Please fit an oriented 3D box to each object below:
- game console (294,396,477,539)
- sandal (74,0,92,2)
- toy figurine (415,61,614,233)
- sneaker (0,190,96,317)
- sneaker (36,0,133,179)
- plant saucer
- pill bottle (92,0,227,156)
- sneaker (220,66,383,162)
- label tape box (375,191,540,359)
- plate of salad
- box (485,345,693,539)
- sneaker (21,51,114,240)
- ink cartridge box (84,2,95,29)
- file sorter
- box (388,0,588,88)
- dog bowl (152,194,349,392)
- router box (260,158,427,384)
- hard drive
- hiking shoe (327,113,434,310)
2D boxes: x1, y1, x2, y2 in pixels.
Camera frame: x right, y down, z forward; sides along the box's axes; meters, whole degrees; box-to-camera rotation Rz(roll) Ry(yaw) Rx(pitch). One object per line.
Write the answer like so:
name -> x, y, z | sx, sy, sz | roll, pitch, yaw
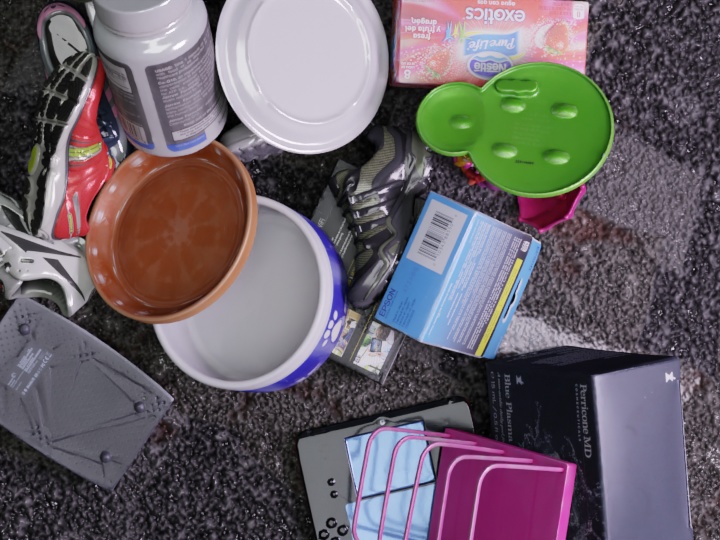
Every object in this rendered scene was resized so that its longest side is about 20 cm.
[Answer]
game console -> 0.040, 0.244, 1.777 | 0.198, 0.031, 0.178 | -12, 95, -4
sandal -> -0.205, -0.309, 1.642 | 0.199, 0.057, 0.080 | -7, 64, 12
toy figurine -> 0.163, -0.109, 1.692 | 0.198, 0.184, 0.151 | 7, 68, 11
sneaker -> -0.368, -0.020, 1.691 | 0.199, 0.074, 0.089 | 27, 56, -4
sneaker -> -0.293, -0.184, 1.696 | 0.070, 0.082, 0.201 | -22, 95, -3
plant saucer -> -0.192, -0.041, 1.663 | 0.199, 0.032, 0.202 | -9, 70, 24
pill bottle -> -0.200, -0.217, 1.599 | 0.113, 0.201, 0.114 | -3, 53, 4
sneaker -> -0.071, -0.187, 1.728 | 0.199, 0.075, 0.082 | -34, 82, -8
label tape box -> 0.109, 0.010, 1.710 | 0.066, 0.200, 0.144 | 25, 93, 26
plate of salad -> -0.061, -0.219, 1.654 | 0.199, 0.048, 0.202 | 0, 89, -30
box -> 0.235, 0.188, 1.689 | 0.117, 0.200, 0.198 | -8, 94, -29
sneaker -> -0.289, -0.127, 1.661 | 0.084, 0.077, 0.201 | 4, 111, -38
ink cartridge box -> -0.244, -0.324, 1.697 | 0.115, 0.067, 0.201 | -18, 95, -3
file sorter -> 0.099, 0.244, 1.652 | 0.125, 0.199, 0.140 | 9, 91, -35
box -> 0.133, -0.239, 1.715 | 0.198, 0.103, 0.095 | 2, 94, -6
dog bowl -> -0.115, 0.026, 1.686 | 0.199, 0.079, 0.202 | -3, 81, 20
router box -> 0.000, 0.000, 1.745 | 0.148, 0.051, 0.201 | 26, 91, -4
hard drive -> -0.314, 0.129, 1.736 | 0.199, 0.042, 0.135 | 34, 91, -6
hiking shoe -> 0.009, -0.059, 1.688 | 0.100, 0.076, 0.201 | 18, 79, 5
